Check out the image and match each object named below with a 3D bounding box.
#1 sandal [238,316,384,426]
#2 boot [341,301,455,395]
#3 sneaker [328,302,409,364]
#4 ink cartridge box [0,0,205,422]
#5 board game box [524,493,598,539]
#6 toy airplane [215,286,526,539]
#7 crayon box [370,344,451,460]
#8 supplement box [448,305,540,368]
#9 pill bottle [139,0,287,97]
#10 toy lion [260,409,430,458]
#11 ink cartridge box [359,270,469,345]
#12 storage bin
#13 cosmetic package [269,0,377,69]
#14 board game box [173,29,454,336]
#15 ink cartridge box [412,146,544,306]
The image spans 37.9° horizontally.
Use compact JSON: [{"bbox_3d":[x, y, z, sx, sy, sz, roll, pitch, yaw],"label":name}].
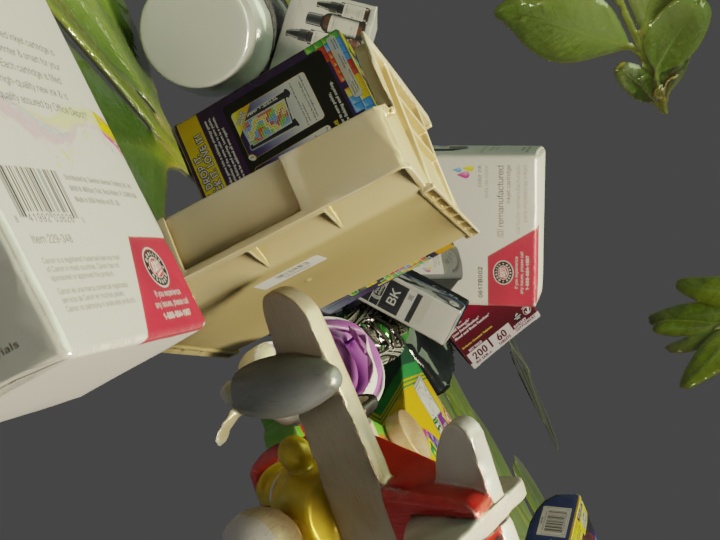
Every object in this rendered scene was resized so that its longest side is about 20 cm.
[{"bbox_3d":[-0.017,0.066,0.753,0.082,0.050,0.203,51,19,6],"label":"sandal"},{"bbox_3d":[0.051,0.078,1.185,0.168,0.076,0.200,55,5,-17],"label":"boot"},{"bbox_3d":[-0.005,0.060,0.928,0.078,0.085,0.200,62,11,-3],"label":"sneaker"},{"bbox_3d":[-0.160,-0.042,0.421,0.200,0.086,0.148,61,10,5],"label":"ink cartridge box"},{"bbox_3d":[0.184,0.349,0.990,0.200,0.062,0.200,64,37,-37],"label":"board game box"},{"bbox_3d":[-0.006,0.135,0.569,0.200,0.141,0.199,52,-29,31],"label":"toy airplane"},{"bbox_3d":[0.066,0.188,1.019,0.200,0.058,0.173,58,10,-20],"label":"crayon box"},{"bbox_3d":[0.118,0.012,1.247,0.200,0.109,0.061,50,1,-33],"label":"supplement box"},{"bbox_3d":[-0.130,-0.218,0.969,0.113,0.113,0.200,61,9,-7],"label":"pill bottle"},{"bbox_3d":[-0.001,0.159,0.774,0.192,0.069,0.200,36,25,-52],"label":"toy lion"},{"bbox_3d":[0.000,0.000,0.946,0.200,0.039,0.099,27,9,7],"label":"ink cartridge box"},{"bbox_3d":[-0.048,-0.033,0.631,0.094,0.200,0.199,66,11,12],"label":"storage bin"},{"bbox_3d":[-0.048,-0.151,0.952,0.051,0.082,0.200,85,18,-77],"label":"cosmetic package"},{"bbox_3d":[-0.041,-0.069,0.859,0.200,0.165,0.057,66,12,20],"label":"board game box"},{"bbox_3d":[0.076,-0.045,1.023,0.086,0.200,0.148,-46,135,-72],"label":"ink cartridge box"}]
